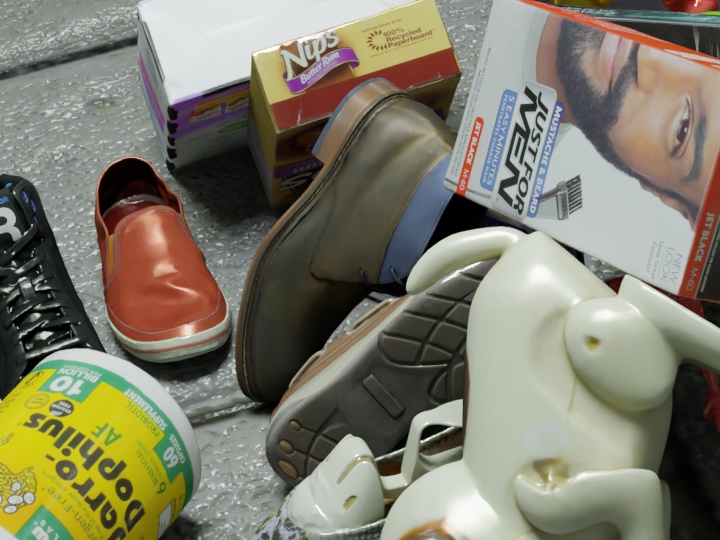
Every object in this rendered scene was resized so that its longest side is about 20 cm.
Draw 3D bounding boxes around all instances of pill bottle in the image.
[{"bbox_3d":[-0.178,0.139,1.240,0.113,0.113,0.200,9,38,30],"label":"pill bottle"}]

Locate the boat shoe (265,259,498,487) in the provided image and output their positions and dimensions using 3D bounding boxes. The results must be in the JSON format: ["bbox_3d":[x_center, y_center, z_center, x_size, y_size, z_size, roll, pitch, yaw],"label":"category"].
[{"bbox_3d":[0.030,0.041,1.312,0.200,0.076,0.072,-32,20,10],"label":"boat shoe"}]

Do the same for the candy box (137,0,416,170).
[{"bbox_3d":[-0.057,-0.140,1.556,0.167,0.072,0.200,-19,-8,-8],"label":"candy box"}]

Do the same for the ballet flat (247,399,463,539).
[{"bbox_3d":[0.021,0.109,1.257,0.200,0.072,0.072,-19,33,-9],"label":"ballet flat"}]

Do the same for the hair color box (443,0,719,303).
[{"bbox_3d":[0.133,-0.064,1.213,0.064,0.111,0.200,8,12,-37],"label":"hair color box"}]

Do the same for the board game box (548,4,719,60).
[{"bbox_3d":[0.161,-0.071,1.282,0.028,0.136,0.200,-15,15,-30],"label":"board game box"}]

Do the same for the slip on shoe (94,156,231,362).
[{"bbox_3d":[-0.129,-0.007,1.490,0.074,0.061,0.200,-16,34,-7],"label":"slip on shoe"}]

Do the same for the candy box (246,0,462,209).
[{"bbox_3d":[-0.007,-0.100,1.485,0.116,0.057,0.200,-18,-9,-6],"label":"candy box"}]

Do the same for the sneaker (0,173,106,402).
[{"bbox_3d":[-0.207,0.012,1.441,0.073,0.112,0.200,-21,34,-11],"label":"sneaker"}]

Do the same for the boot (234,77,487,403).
[{"bbox_3d":[0.000,0.000,1.345,0.097,0.200,0.075,33,15,38],"label":"boot"}]

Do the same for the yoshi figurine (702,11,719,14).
[{"bbox_3d":[0.215,-0.099,1.336,0.112,0.112,0.200,-38,19,-13],"label":"yoshi figurine"}]

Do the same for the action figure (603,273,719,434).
[{"bbox_3d":[0.170,0.031,1.337,0.065,0.099,0.200,-7,11,15],"label":"action figure"}]

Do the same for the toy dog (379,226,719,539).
[{"bbox_3d":[0.085,0.093,1.168,0.194,0.200,0.140,29,0,-1],"label":"toy dog"}]

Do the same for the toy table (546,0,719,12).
[{"bbox_3d":[0.214,-0.176,1.533,0.200,0.184,0.117,32,65,17],"label":"toy table"}]

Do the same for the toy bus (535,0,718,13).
[{"bbox_3d":[0.136,-0.214,1.433,0.200,0.136,0.192,-35,70,9],"label":"toy bus"}]

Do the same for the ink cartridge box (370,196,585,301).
[{"bbox_3d":[0.069,-0.009,1.388,0.039,0.100,0.200,-33,39,-33],"label":"ink cartridge box"}]
